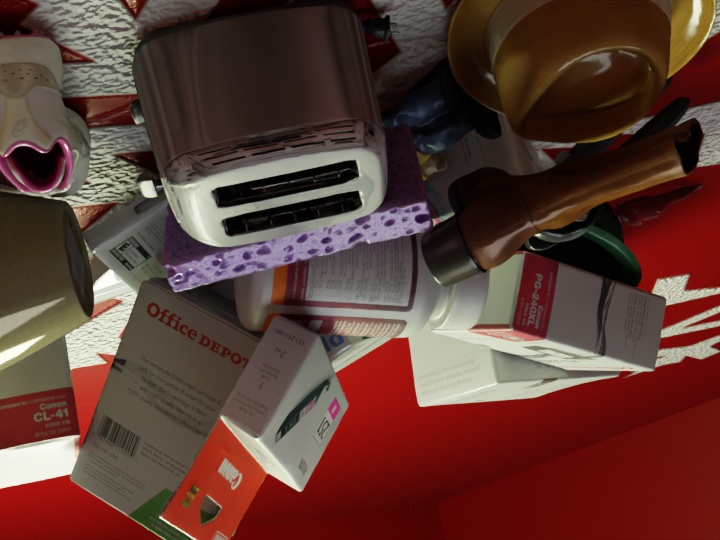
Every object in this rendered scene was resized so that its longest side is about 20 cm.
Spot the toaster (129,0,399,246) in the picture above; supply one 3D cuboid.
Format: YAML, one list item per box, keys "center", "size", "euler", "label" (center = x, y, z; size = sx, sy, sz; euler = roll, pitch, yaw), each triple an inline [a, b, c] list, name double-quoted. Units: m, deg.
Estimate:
- center: [-0.058, -0.101, 0.720]
  size: [0.198, 0.130, 0.114]
  euler: [-11, 151, -4]
  label: "toaster"

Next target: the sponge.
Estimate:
- center: [-0.049, -0.051, 0.786]
  size: [0.198, 0.112, 0.030]
  euler: [-14, 130, 3]
  label: "sponge"

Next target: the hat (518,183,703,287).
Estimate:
- center: [0.257, -0.081, 1.160]
  size: [0.164, 0.177, 0.200]
  euler: [7, 155, 36]
  label: "hat"

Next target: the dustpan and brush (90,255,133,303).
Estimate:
- center: [-0.204, -0.013, 0.980]
  size: [0.138, 0.058, 0.201]
  euler: [-17, 151, -12]
  label: "dustpan and brush"

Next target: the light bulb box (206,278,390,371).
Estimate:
- center: [-0.081, 0.060, 1.050]
  size: [0.197, 0.126, 0.200]
  euler: [-33, 171, 16]
  label: "light bulb box"

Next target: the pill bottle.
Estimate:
- center: [0.000, 0.000, 0.871]
  size: [0.198, 0.111, 0.110]
  euler: [4, 156, -17]
  label: "pill bottle"

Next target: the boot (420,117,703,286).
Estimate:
- center: [0.154, -0.072, 0.775]
  size: [0.199, 0.069, 0.188]
  euler: [-27, -178, 26]
  label: "boot"

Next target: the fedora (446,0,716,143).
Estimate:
- center: [0.159, -0.150, 0.751]
  size: [0.198, 0.083, 0.201]
  euler: [2, 148, 1]
  label: "fedora"

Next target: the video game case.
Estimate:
- center: [-0.134, -0.040, 0.933]
  size: [0.181, 0.023, 0.200]
  euler: [-33, 160, -4]
  label: "video game case"

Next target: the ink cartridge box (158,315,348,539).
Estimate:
- center: [-0.078, 0.150, 0.856]
  size: [0.043, 0.175, 0.200]
  euler: [24, 162, 16]
  label: "ink cartridge box"

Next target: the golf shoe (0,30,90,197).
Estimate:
- center: [-0.231, -0.084, 0.736]
  size: [0.074, 0.092, 0.200]
  euler: [-11, 162, -7]
  label: "golf shoe"

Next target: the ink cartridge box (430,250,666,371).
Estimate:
- center: [0.198, 0.047, 1.096]
  size: [0.198, 0.084, 0.145]
  euler: [17, 168, -27]
  label: "ink cartridge box"

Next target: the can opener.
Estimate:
- center: [0.214, -0.100, 0.924]
  size: [0.200, 0.063, 0.079]
  euler: [-48, -167, -5]
  label: "can opener"

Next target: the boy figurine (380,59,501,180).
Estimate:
- center: [0.016, -0.101, 0.880]
  size: [0.199, 0.065, 0.124]
  euler: [-29, 146, 28]
  label: "boy figurine"

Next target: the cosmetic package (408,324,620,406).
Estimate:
- center: [0.180, 0.068, 1.273]
  size: [0.198, 0.167, 0.164]
  euler: [0, 165, -32]
  label: "cosmetic package"

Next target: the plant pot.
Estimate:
- center: [-0.314, 0.011, 0.799]
  size: [0.198, 0.189, 0.188]
  euler: [-12, 161, -5]
  label: "plant pot"

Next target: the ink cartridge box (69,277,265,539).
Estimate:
- center: [-0.151, 0.124, 0.924]
  size: [0.145, 0.202, 0.084]
  euler: [26, -170, 18]
  label: "ink cartridge box"

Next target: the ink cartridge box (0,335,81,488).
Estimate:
- center: [-0.317, 0.085, 0.975]
  size: [0.085, 0.202, 0.148]
  euler: [-7, 160, -17]
  label: "ink cartridge box"

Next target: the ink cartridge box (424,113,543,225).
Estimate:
- center: [0.074, -0.061, 0.996]
  size: [0.198, 0.088, 0.145]
  euler: [-23, 158, 18]
  label: "ink cartridge box"
